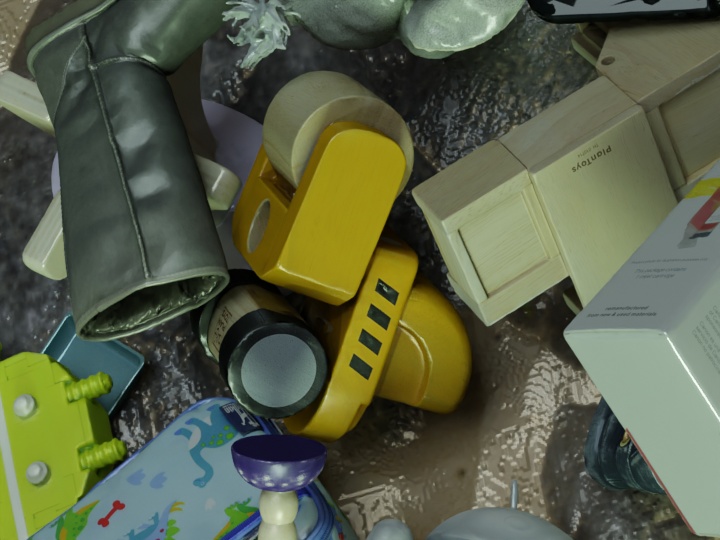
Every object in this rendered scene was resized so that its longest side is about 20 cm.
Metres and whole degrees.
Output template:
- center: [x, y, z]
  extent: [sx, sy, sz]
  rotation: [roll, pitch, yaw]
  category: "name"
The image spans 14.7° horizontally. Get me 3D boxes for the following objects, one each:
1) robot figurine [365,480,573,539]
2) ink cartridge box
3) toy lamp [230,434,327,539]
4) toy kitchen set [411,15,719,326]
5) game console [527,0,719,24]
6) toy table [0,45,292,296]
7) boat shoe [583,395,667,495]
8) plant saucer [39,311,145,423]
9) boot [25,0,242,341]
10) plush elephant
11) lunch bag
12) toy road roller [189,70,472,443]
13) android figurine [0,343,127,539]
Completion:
- center: [0.058, 0.208, 1.498]
  extent: [0.200, 0.170, 0.113]
  rotation: [-53, 14, -25]
  category: "robot figurine"
- center: [0.222, 0.022, 1.454]
  extent: [0.200, 0.145, 0.083]
  rotation: [-46, 23, -27]
  category: "ink cartridge box"
- center: [-0.045, 0.191, 1.492]
  extent: [0.058, 0.058, 0.200]
  rotation: [9, 106, 27]
  category: "toy lamp"
- center: [0.120, -0.058, 1.598]
  extent: [0.200, 0.163, 0.180]
  rotation: [-31, 38, -8]
  category: "toy kitchen set"
- center: [0.164, -0.245, 1.489]
  extent: [0.176, 0.116, 0.200]
  rotation: [0, 75, 20]
  category: "game console"
- center: [-0.125, -0.062, 1.703]
  extent: [0.200, 0.117, 0.184]
  rotation: [11, 74, 28]
  category: "toy table"
- center: [0.199, 0.041, 1.545]
  extent: [0.200, 0.071, 0.091]
  rotation: [-51, 24, -24]
  category: "boat shoe"
- center: [-0.208, 0.124, 1.720]
  extent: [0.070, 0.019, 0.200]
  rotation: [30, 84, 30]
  category: "plant saucer"
- center: [-0.108, -0.079, 1.592]
  extent: [0.182, 0.073, 0.200]
  rotation: [-33, 51, 24]
  category: "boot"
- center: [0.027, -0.194, 1.566]
  extent: [0.155, 0.165, 0.200]
  rotation: [-22, 18, 48]
  category: "plush elephant"
- center: [-0.103, 0.176, 1.585]
  extent: [0.200, 0.082, 0.161]
  rotation: [-36, 41, -2]
  category: "lunch bag"
- center: [0.000, 0.000, 1.585]
  extent: [0.123, 0.146, 0.200]
  rotation: [-133, 62, -69]
  category: "toy road roller"
- center: [-0.232, 0.123, 1.698]
  extent: [0.200, 0.041, 0.182]
  rotation: [-21, 62, 17]
  category: "android figurine"
